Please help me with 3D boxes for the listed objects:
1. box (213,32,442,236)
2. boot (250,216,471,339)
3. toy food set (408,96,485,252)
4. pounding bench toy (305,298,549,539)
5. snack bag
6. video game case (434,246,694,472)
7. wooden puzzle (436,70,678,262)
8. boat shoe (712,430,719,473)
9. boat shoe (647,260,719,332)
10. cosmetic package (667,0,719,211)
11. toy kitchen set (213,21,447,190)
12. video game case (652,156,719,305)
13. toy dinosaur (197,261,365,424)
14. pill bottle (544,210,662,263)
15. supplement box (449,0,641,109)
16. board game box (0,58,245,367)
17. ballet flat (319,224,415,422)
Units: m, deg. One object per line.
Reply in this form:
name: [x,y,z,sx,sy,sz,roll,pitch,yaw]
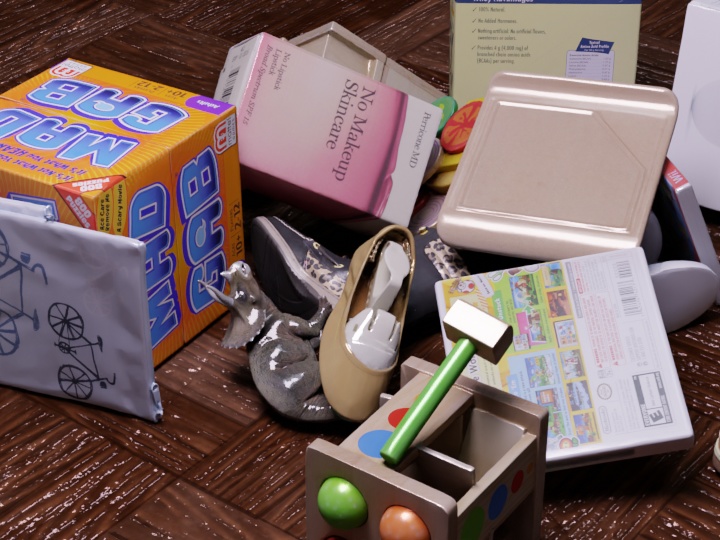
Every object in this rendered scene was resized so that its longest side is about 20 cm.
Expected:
box: [-0.042,-0.127,1.615,0.199,0.129,0.109,20,-9,-20]
boot: [0.000,0.000,1.560,0.150,0.074,0.200,-20,41,-26]
toy food set: [0.101,-0.096,1.648,0.197,0.049,0.201,-8,52,48]
pounding bench toy: [0.044,0.138,1.219,0.124,0.201,0.156,20,37,29]
snack bag: [-0.257,0.028,1.408,0.199,0.190,0.021,12,34,18]
video game case: [0.162,0.074,1.378,0.181,0.023,0.201,-10,49,3]
wooden puzzle: [0.182,-0.090,1.532,0.184,0.037,0.201,8,56,19]
boat shoe: [0.364,0.101,1.391,0.071,0.077,0.200,22,38,32]
boat shoe: [0.226,0.023,1.531,0.199,0.072,0.068,-16,36,-10]
cosmetic package: [0.421,-0.155,1.668,0.199,0.201,0.123,20,25,29]
toy kitchen set: [-0.047,-0.130,1.793,0.199,0.180,0.164,-13,56,49]
video game case: [0.289,-0.072,1.613,0.017,0.143,0.200,-27,34,1]
toy dinosaur: [-0.056,0.085,1.440,0.102,0.077,0.201,-20,69,-24]
pill bottle: [0.214,-0.069,1.630,0.112,0.113,0.200,-4,32,-6]
supplement box: [0.196,-0.242,1.826,0.198,0.201,0.135,0,31,1]
board game box: [-0.242,-0.045,1.513,0.199,0.201,0.200,18,36,28]
ballet flat: [0.009,0.036,1.421,0.068,0.063,0.201,26,43,-16]
